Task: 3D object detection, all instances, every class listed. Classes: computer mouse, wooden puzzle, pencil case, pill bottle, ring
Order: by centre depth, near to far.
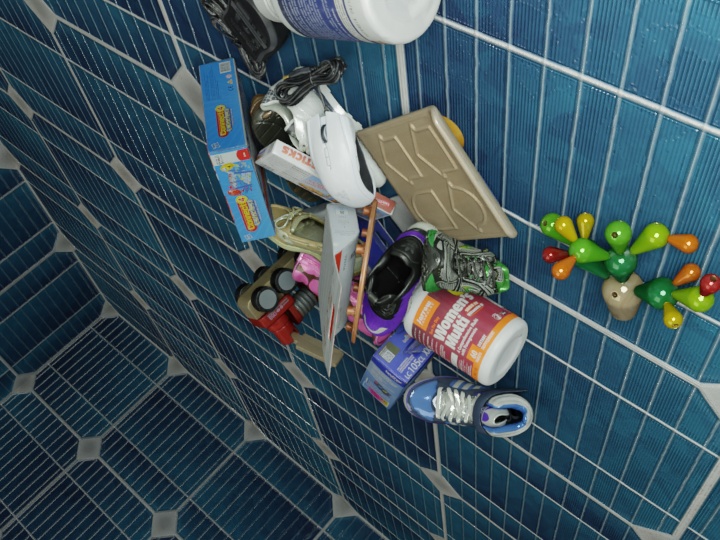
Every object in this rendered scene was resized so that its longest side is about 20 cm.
[{"bbox_3d":[-0.023,-0.293,0.790,0.200,0.111,0.111,21,147,44],"label":"pill bottle"},{"bbox_3d":[0.098,-0.119,0.968,0.185,0.046,0.200,54,160,-18],"label":"wooden puzzle"},{"bbox_3d":[-0.037,-0.164,0.991,0.110,0.044,0.200,-8,116,32],"label":"computer mouse"},{"bbox_3d":[-0.137,-0.329,1.009,0.139,0.053,0.200,54,166,-17],"label":"computer mouse"},{"bbox_3d":[0.000,0.000,1.068,0.019,0.201,0.201,9,151,2],"label":"ring"},{"bbox_3d":[0.134,0.072,1.133,0.200,0.110,0.110,32,154,27],"label":"pill bottle"},{"bbox_3d":[-0.023,0.032,1.264,0.200,0.091,0.094,35,-171,15],"label":"pencil case"}]

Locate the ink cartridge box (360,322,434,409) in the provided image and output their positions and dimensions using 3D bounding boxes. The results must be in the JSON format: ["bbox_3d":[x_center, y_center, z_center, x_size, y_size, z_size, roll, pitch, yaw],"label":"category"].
[{"bbox_3d":[0.078,0.139,1.303,0.076,0.136,0.200,39,157,11],"label":"ink cartridge box"}]

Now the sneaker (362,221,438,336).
[{"bbox_3d":[0.034,0.026,1.050,0.070,0.100,0.200,35,130,13],"label":"sneaker"}]

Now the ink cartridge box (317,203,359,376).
[{"bbox_3d":[-0.026,0.024,1.089,0.200,0.047,0.160,-102,17,-52],"label":"ink cartridge box"}]

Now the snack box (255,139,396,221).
[{"bbox_3d":[-0.049,-0.126,1.115,0.200,0.024,0.072,26,164,-23],"label":"snack box"}]

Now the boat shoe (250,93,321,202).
[{"bbox_3d":[-0.102,-0.188,1.163,0.200,0.076,0.074,58,-177,-47],"label":"boat shoe"}]

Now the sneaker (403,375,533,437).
[{"bbox_3d":[0.174,0.216,1.232,0.200,0.081,0.146,8,176,-2],"label":"sneaker"}]

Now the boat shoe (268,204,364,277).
[{"bbox_3d":[-0.078,-0.061,1.228,0.201,0.073,0.063,32,143,20],"label":"boat shoe"}]

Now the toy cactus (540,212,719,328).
[{"bbox_3d":[0.279,0.010,0.829,0.200,0.102,0.165,20,157,30],"label":"toy cactus"}]

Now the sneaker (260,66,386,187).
[{"bbox_3d":[-0.047,-0.180,1.061,0.200,0.081,0.076,46,156,-4],"label":"sneaker"}]

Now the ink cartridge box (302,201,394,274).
[{"bbox_3d":[-0.006,-0.029,1.292,0.196,0.043,0.200,52,158,-15],"label":"ink cartridge box"}]

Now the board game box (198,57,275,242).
[{"bbox_3d":[-0.187,-0.182,1.185,0.196,0.056,0.200,79,178,-52],"label":"board game box"}]

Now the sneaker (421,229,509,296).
[{"bbox_3d":[0.135,-0.007,0.981,0.085,0.078,0.200,3,177,28],"label":"sneaker"}]

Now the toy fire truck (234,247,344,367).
[{"bbox_3d":[-0.103,0.070,1.445,0.129,0.176,0.200,5,135,56],"label":"toy fire truck"}]
